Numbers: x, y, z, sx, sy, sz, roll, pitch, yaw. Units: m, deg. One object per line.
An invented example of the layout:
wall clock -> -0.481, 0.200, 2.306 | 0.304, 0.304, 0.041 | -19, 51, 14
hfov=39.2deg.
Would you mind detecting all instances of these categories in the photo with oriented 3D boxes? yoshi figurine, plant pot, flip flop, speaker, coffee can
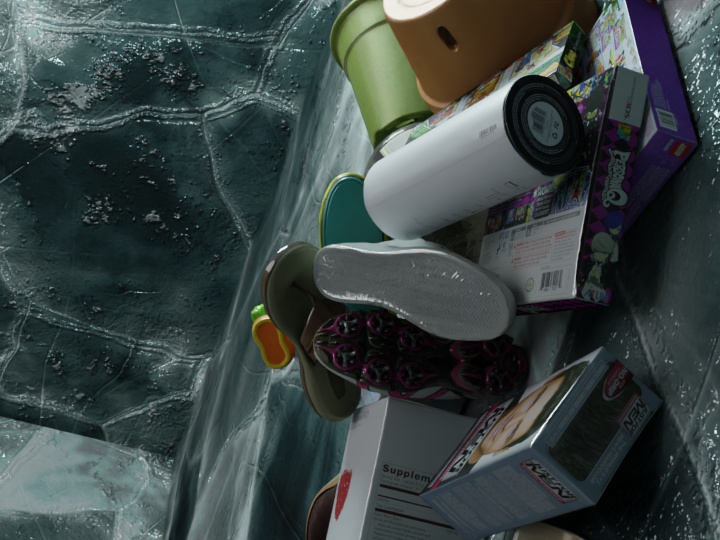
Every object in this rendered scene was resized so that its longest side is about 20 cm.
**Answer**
yoshi figurine -> -0.050, 0.044, 1.102 | 0.112, 0.112, 0.200 | -58, -9, 8
plant pot -> 0.068, -0.241, 1.339 | 0.200, 0.200, 0.190 | 124, 145, -52
flip flop -> -0.033, 0.061, 0.951 | 0.058, 0.081, 0.200 | 14, 129, 46
speaker -> 0.085, -0.085, 0.825 | 0.200, 0.081, 0.081 | -24, 50, 56
plant pot -> 0.117, -0.259, 1.021 | 0.200, 0.140, 0.200 | -29, 40, 27
coffee can -> 0.088, -0.067, 1.065 | 0.200, 0.146, 0.146 | -114, 42, -70

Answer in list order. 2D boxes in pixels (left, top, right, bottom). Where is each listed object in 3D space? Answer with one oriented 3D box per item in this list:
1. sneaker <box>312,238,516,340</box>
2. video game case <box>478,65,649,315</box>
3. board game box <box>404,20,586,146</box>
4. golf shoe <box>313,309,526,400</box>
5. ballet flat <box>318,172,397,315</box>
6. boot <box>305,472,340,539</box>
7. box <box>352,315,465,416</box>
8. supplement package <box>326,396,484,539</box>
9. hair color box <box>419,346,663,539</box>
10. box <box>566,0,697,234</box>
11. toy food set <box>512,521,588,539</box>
sneaker -> 0.070, 0.006, 0.889 | 0.200, 0.116, 0.074 | 16, 107, 37
video game case -> 0.158, -0.055, 0.835 | 0.200, 0.036, 0.181 | 160, 122, -73
board game box -> 0.113, -0.147, 0.927 | 0.200, 0.023, 0.105 | -31, 23, 36
golf shoe -> 0.047, 0.089, 0.932 | 0.092, 0.200, 0.073 | 136, 142, -62
ballet flat -> 0.000, 0.000, 1.015 | 0.067, 0.067, 0.200 | -67, -32, -79
boot -> -0.011, 0.305, 1.184 | 0.166, 0.072, 0.200 | -102, 35, -68
box -> 0.058, 0.084, 1.124 | 0.200, 0.097, 0.177 | -114, 44, -69
supplement package -> 0.042, 0.233, 0.949 | 0.121, 0.120, 0.200 | 140, 145, -69
hair color box -> 0.128, 0.137, 0.762 | 0.099, 0.061, 0.200 | -47, 0, -29
box -> 0.214, -0.129, 0.856 | 0.137, 0.039, 0.200 | 120, 161, -45
toy food set -> 0.135, 0.259, 0.670 | 0.200, 0.060, 0.144 | -174, 100, -77
